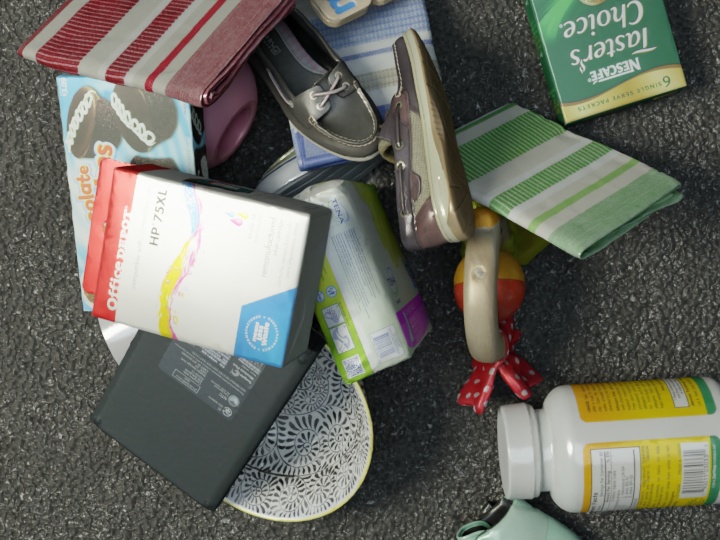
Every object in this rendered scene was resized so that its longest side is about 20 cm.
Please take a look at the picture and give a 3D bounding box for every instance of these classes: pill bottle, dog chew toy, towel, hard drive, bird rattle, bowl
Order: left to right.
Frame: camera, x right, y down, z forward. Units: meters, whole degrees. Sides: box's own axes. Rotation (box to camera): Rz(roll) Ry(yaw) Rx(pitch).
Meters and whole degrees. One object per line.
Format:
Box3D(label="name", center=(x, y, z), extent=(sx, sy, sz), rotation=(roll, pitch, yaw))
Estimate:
Box3D(label="dog chew toy", center=(-0.190, -0.179, 0.976), extent=(0.199, 0.124, 0.126), rotation=(35, 92, 8))
Box3D(label="towel", center=(-0.167, -0.200, 0.894), extent=(0.197, 0.023, 0.145), rotation=(17, 54, 26))
Box3D(label="hard drive", center=(-0.134, 0.095, 0.920), extent=(0.139, 0.033, 0.201), rotation=(35, 118, 2))
Box3D(label="bowl", center=(-0.070, 0.113, 0.977), extent=(0.197, 0.094, 0.205), rotation=(7, 114, 15))
Box3D(label="towel", center=(-0.004, -0.191, 0.980), extent=(0.144, 0.024, 0.204), rotation=(-13, 68, 3))
Box3D(label="bird rattle", center=(0.110, 0.023, 0.959), extent=(0.111, 0.163, 0.204), rotation=(10, 83, 19))
Box3D(label="towel", center=(0.153, -0.080, 0.923), extent=(0.151, 0.199, 0.024), rotation=(-28, 134, -34))
Box3D(label="pill bottle", center=(0.226, 0.158, 0.975), extent=(0.196, 0.113, 0.115), rotation=(-4, 92, 1))

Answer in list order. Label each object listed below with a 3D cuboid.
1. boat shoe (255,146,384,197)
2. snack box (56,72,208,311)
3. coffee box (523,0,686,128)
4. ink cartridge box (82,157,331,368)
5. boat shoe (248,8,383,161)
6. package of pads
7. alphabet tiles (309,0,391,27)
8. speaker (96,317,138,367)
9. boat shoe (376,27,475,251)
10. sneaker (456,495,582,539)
Box3D(label="boat shoe", center=(-0.016, -0.121, 1.004), extent=(0.198, 0.072, 0.063), rotation=(-32, 66, -1))
Box3D(label="snack box", center=(-0.186, -0.065, 0.917), extent=(0.114, 0.037, 0.204), rotation=(1, 107, 11))
Box3D(label="coffee box", center=(0.214, -0.245, 0.997), extent=(0.121, 0.044, 0.204), rotation=(-15, 91, 2))
Box3D(label="ink cartridge box", center=(-0.131, -0.011, 0.826), extent=(0.196, 0.067, 0.119), rotation=(13, 100, 12))
Box3D(label="boat shoe", center=(-0.053, -0.175, 0.936), extent=(0.067, 0.057, 0.201), rotation=(-38, 70, -8))
Box3D(label="package of pads", center=(0.000, 0.000, 0.932), extent=(0.067, 0.200, 0.157), rotation=(-23, 91, 9))
Box3D(label="alphabet tiles", center=(-0.044, -0.308, 0.971), extent=(0.194, 0.015, 0.201), rotation=(-31, 75, -23))
Box3D(label="speaker", center=(-0.137, 0.021, 0.998), extent=(0.197, 0.081, 0.082), rotation=(-24, 91, 2))
Box3D(label="boat shoe", center=(0.044, -0.109, 0.894), extent=(0.064, 0.072, 0.203), rotation=(-19, 64, 17))
Box3D(label="sneaker", center=(0.112, 0.302, 1.000), extent=(0.118, 0.074, 0.201), rotation=(39, 83, -7))
